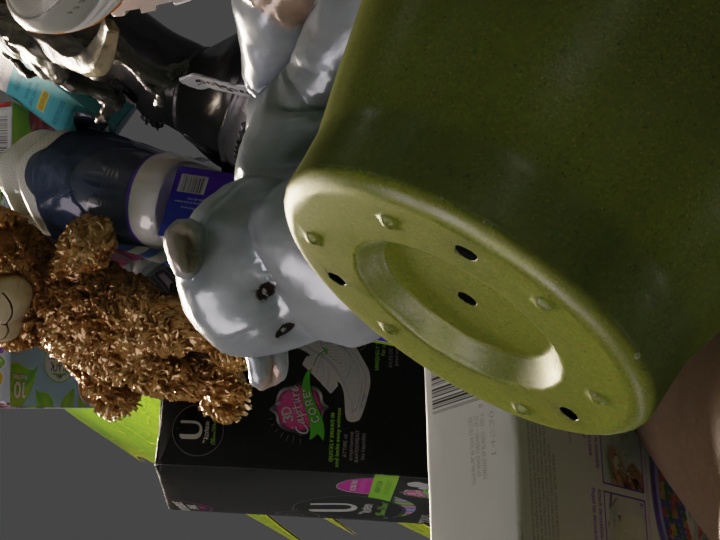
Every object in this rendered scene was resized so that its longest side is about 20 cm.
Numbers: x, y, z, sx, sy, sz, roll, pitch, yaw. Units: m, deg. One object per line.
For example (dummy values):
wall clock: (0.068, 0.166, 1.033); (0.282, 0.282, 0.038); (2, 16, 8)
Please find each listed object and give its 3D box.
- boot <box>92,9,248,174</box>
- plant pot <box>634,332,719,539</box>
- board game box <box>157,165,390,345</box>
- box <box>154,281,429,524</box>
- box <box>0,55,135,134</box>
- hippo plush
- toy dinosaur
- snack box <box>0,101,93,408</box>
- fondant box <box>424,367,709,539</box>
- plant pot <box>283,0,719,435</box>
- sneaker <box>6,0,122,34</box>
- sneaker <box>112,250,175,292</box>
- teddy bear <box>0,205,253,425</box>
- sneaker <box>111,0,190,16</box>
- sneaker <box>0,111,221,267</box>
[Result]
boot: (-0.130, -0.137, 0.862); (0.199, 0.066, 0.165); (37, 160, 4)
plant pot: (0.201, 0.062, 0.641); (0.200, 0.200, 0.174); (44, 176, -29)
board game box: (0.000, 0.000, 0.893); (0.198, 0.045, 0.135); (9, 161, 20)
box: (-0.032, 0.093, 1.037); (0.198, 0.126, 0.149); (4, 160, -3)
box: (-0.229, -0.157, 0.986); (0.199, 0.049, 0.082); (36, 161, -8)
hippo plush: (-0.030, -0.049, 0.681); (0.198, 0.161, 0.160); (-3, 130, 31)
toy dinosaur: (-0.142, -0.109, 0.781); (0.088, 0.048, 0.199); (30, 176, -38)
snack box: (-0.231, -0.005, 1.077); (0.052, 0.202, 0.142); (-2, 174, 16)
fondant box: (0.118, 0.082, 0.738); (0.199, 0.146, 0.058); (18, 151, -39)
plant pot: (0.077, -0.061, 0.493); (0.199, 0.194, 0.201); (30, 161, 11)
sneaker: (-0.122, -0.174, 0.580); (0.076, 0.091, 0.201); (46, 134, 26)
sneaker: (-0.158, 0.011, 1.090); (0.073, 0.088, 0.200); (20, -161, 18)
teddy bear: (-0.151, 0.033, 0.913); (0.199, 0.067, 0.145); (30, 143, -5)
sneaker: (-0.067, -0.164, 0.643); (0.198, 0.077, 0.081); (-9, 130, 37)
sneaker: (-0.147, -0.045, 0.993); (0.145, 0.081, 0.200); (12, 177, 22)
